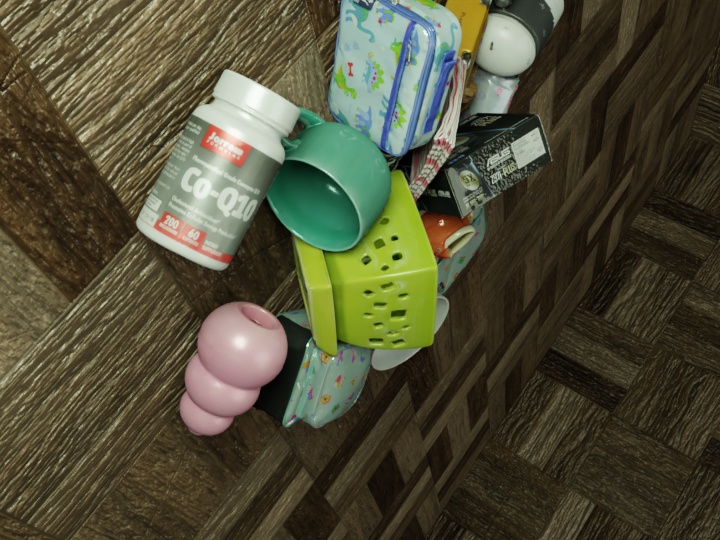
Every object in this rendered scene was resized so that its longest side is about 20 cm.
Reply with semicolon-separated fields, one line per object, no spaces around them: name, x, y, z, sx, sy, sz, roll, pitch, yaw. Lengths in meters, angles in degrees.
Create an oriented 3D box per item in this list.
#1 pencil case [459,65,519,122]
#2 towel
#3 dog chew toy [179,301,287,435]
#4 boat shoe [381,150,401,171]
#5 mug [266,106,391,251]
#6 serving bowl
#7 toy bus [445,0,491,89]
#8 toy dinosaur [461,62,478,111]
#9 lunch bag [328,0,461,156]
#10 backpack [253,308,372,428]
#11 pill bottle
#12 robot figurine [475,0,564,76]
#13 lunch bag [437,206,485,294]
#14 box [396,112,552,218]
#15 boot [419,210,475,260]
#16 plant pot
pencil case;0.216;-0.275;1.516;0.083;0.091;0.200;8;114;-22
towel;0.102;-0.199;1.215;0.200;0.030;0.147;124;-21;-65
dog chew toy;-0.185;0.143;1.151;0.200;0.124;0.124;-59;157;17
boat shoe;0.032;-0.187;1.220;0.071;0.072;0.200;-79;-170;-52
mug;-0.036;-0.130;1.093;0.114;0.152;0.185;-53;154;-35
serving bowl;0.081;0.106;1.663;0.200;0.066;0.200;-32;151;-20
toy bus;0.150;-0.352;1.286;0.078;0.065;0.201;42;67;-77
toy dinosaur;0.177;-0.302;1.413;0.106;0.060;0.200;-37;-162;27
lunch bag;0.041;-0.260;1.081;0.082;0.161;0.200;-30;147;-40
backpack;-0.068;0.148;1.344;0.200;0.153;0.176;-27;135;-63
pill bottle;-0.154;-0.112;0.926;0.200;0.114;0.114;-62;156;3
robot figurine;0.258;-0.418;1.385;0.150;0.125;0.200;39;71;-24
lunch bag;0.174;-0.055;1.678;0.200;0.077;0.161;-51;154;-21
box;0.180;-0.177;1.360;0.200;0.164;0.086;-32;114;-20
boot;0.107;-0.048;1.475;0.200;0.107;0.075;-38;157;14
plant pot;0.000;0.000;1.223;0.181;0.200;0.199;-12;142;-8
